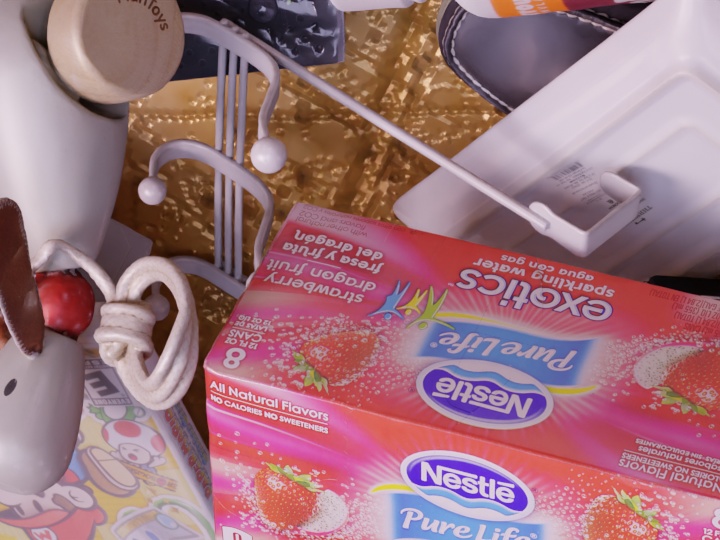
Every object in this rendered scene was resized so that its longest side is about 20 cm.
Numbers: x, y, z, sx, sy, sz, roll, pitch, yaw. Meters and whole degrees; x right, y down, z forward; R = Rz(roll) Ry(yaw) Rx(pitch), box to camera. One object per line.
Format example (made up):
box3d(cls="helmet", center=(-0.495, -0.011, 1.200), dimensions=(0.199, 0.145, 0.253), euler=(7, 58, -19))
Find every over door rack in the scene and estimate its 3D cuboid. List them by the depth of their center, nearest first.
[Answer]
box3d(cls="over door rack", center=(0.000, 0.000, 1.129), dimensions=(0.200, 0.067, 0.148), euler=(23, 139, 18))

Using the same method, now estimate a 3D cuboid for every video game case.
box3d(cls="video game case", center=(-0.146, 0.086, 1.204), dimensions=(0.200, 0.023, 0.182), euler=(-2, 132, 28))

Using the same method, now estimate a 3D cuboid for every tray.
box3d(cls="tray", center=(0.102, -0.028, 1.106), dimensions=(0.107, 0.022, 0.200), euler=(35, 142, -15))

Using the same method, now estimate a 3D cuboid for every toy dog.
box3d(cls="toy dog", center=(-0.131, -0.029, 1.071), dimensions=(0.096, 0.200, 0.132), euler=(13, 150, -32))

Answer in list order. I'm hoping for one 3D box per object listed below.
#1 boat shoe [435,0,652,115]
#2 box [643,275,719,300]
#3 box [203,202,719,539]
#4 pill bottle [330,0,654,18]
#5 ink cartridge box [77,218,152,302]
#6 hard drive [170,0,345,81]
box3d(cls="boat shoe", center=(0.121, -0.057, 1.135), dimensions=(0.200, 0.065, 0.072), euler=(28, 115, -4))
box3d(cls="box", center=(0.191, 0.085, 1.156), dimensions=(0.200, 0.049, 0.161), euler=(2, 117, -16))
box3d(cls="box", center=(0.052, 0.060, 1.049), dimensions=(0.200, 0.096, 0.100), euler=(14, 135, 16))
box3d(cls="pill bottle", center=(0.084, -0.152, 1.073), dimensions=(0.200, 0.114, 0.114), euler=(-6, 112, 11))
box3d(cls="ink cartridge box", center=(-0.171, 0.032, 1.217), dimensions=(0.109, 0.050, 0.200), euler=(29, 140, -5))
box3d(cls="hard drive", center=(-0.078, -0.171, 1.128), dimensions=(0.135, 0.042, 0.200), euler=(-6, 114, 12))
